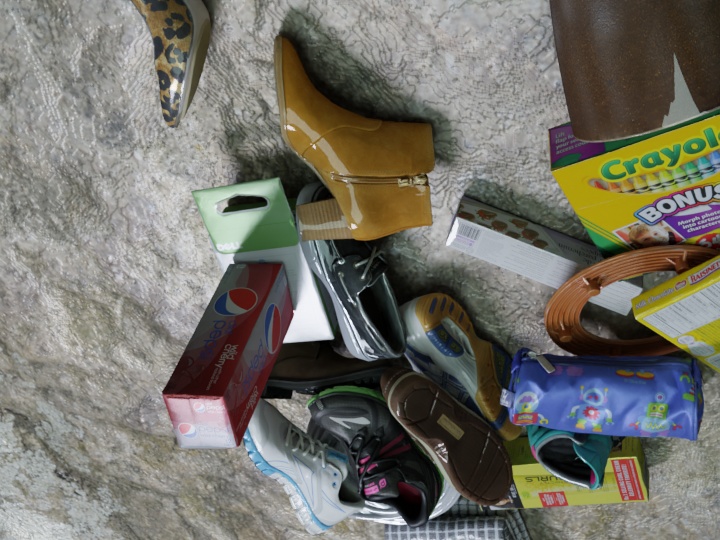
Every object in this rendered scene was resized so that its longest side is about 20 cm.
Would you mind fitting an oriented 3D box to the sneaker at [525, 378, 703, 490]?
[{"bbox_3d":[0.262,0.166,1.068,0.197,0.122,0.084,-19,119,27],"label":"sneaker"}]

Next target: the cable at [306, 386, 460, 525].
[{"bbox_3d":[0.031,0.214,1.204,0.196,0.070,0.203,11,125,12],"label":"cable"}]

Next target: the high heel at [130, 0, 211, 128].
[{"bbox_3d":[-0.209,-0.240,0.934,0.140,0.072,0.204,11,112,0],"label":"high heel"}]

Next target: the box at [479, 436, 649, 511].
[{"bbox_3d":[0.227,0.230,1.172,0.196,0.050,0.076,-9,122,22],"label":"box"}]

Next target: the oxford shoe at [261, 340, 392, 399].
[{"bbox_3d":[-0.055,0.099,1.135,0.196,0.086,0.073,-3,167,22],"label":"oxford shoe"}]

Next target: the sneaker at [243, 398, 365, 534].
[{"bbox_3d":[-0.060,0.211,1.152,0.085,0.076,0.201,-22,122,22],"label":"sneaker"}]

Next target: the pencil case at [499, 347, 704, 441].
[{"bbox_3d":[0.239,0.118,1.007,0.196,0.079,0.088,3,131,11],"label":"pencil case"}]

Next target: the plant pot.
[{"bbox_3d":[0.215,-0.230,0.771,0.184,0.187,0.203,-17,106,27],"label":"plant pot"}]

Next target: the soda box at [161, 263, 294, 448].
[{"bbox_3d":[-0.123,0.077,0.989,0.062,0.201,0.071,0,127,14],"label":"soda box"}]

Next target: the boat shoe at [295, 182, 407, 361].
[{"bbox_3d":[0.000,0.000,1.040,0.070,0.072,0.203,-2,120,42],"label":"boat shoe"}]

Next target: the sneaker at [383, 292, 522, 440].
[{"bbox_3d":[0.105,0.107,1.116,0.087,0.076,0.201,-18,116,45],"label":"sneaker"}]

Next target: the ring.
[{"bbox_3d":[0.277,0.041,0.985,0.196,0.020,0.202,-3,146,-2],"label":"ring"}]

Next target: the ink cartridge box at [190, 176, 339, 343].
[{"bbox_3d":[-0.093,-0.019,1.077,0.102,0.060,0.203,-5,124,20],"label":"ink cartridge box"}]

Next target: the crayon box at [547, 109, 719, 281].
[{"bbox_3d":[0.287,-0.082,0.885,0.197,0.059,0.173,-18,138,27],"label":"crayon box"}]

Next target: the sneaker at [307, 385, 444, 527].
[{"bbox_3d":[0.021,0.200,1.095,0.076,0.084,0.200,-34,112,31],"label":"sneaker"}]

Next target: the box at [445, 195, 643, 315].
[{"bbox_3d":[0.182,-0.015,1.010,0.197,0.039,0.042,20,131,1],"label":"box"}]

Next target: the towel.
[{"bbox_3d":[0.133,0.373,1.284,0.163,0.086,0.202,-9,123,23],"label":"towel"}]

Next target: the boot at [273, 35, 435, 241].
[{"bbox_3d":[-0.003,-0.131,0.969,0.141,0.071,0.205,-11,100,-2],"label":"boot"}]

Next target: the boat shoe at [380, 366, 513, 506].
[{"bbox_3d":[0.092,0.170,1.092,0.075,0.075,0.203,-43,119,-9],"label":"boat shoe"}]

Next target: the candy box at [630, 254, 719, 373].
[{"bbox_3d":[0.349,0.048,0.962,0.102,0.027,0.198,-33,139,30],"label":"candy box"}]
